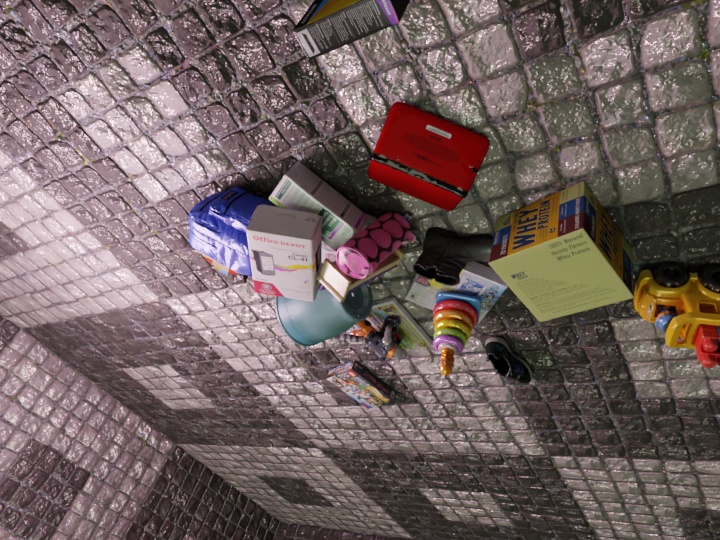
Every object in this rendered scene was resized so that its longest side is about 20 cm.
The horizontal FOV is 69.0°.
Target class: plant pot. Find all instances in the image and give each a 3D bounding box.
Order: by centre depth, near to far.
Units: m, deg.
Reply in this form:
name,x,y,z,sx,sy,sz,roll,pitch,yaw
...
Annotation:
name,x,y,z,sx,sy,sz,roll,pitch,yaw
plant pot,-0.079,0.077,1.319,0.187,0.201,0.200,-18,126,38

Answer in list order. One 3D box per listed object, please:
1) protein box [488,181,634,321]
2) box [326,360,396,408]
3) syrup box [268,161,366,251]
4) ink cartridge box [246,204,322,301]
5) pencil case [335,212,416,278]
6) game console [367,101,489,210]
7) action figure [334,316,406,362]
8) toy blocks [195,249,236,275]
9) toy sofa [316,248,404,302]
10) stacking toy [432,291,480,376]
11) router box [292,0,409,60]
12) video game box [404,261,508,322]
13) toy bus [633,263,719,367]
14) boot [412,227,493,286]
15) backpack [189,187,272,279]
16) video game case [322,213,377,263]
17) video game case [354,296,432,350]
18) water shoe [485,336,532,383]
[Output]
name,x,y,z,sx,sy,sz,roll,pitch,yaw
protein box,0.399,-0.029,1.041,0.198,0.135,0.200,-24,123,41
box,0.003,0.385,1.754,0.200,0.038,0.136,40,137,-21
syrup box,-0.091,-0.138,1.155,0.200,0.082,0.079,39,127,-8
ink cartridge box,-0.163,-0.033,1.151,0.147,0.086,0.200,9,138,5
pencil case,0.036,-0.054,1.125,0.094,0.200,0.091,41,136,9
game console,0.128,-0.220,1.041,0.199,0.119,0.173,22,109,-1
action figure,0.032,0.203,1.459,0.193,0.105,0.200,23,139,14
toy blocks,-0.365,-0.039,1.417,0.199,0.100,0.137,28,151,-6
toy sofa,0.000,0.000,1.190,0.083,0.200,0.098,42,135,22
stacking toy,0.209,0.157,1.213,0.109,0.201,0.116,9,141,15
router box,0.003,-0.397,0.758,0.149,0.201,0.051,-9,134,30
video game box,0.227,0.041,1.266,0.199,0.047,0.182,22,143,0
toy bus,0.654,0.098,1.029,0.199,0.192,0.136,5,139,21
boot,0.221,-0.016,1.137,0.199,0.132,0.070,9,138,15
backpack,-0.302,-0.111,1.250,0.199,0.163,0.168,23,127,16
video game case,-0.063,-0.081,1.276,0.181,0.024,0.200,18,140,5
video game case,0.077,0.162,1.486,0.182,0.023,0.200,-18,125,38
water shoe,0.393,0.262,1.411,0.071,0.079,0.200,-23,123,40
